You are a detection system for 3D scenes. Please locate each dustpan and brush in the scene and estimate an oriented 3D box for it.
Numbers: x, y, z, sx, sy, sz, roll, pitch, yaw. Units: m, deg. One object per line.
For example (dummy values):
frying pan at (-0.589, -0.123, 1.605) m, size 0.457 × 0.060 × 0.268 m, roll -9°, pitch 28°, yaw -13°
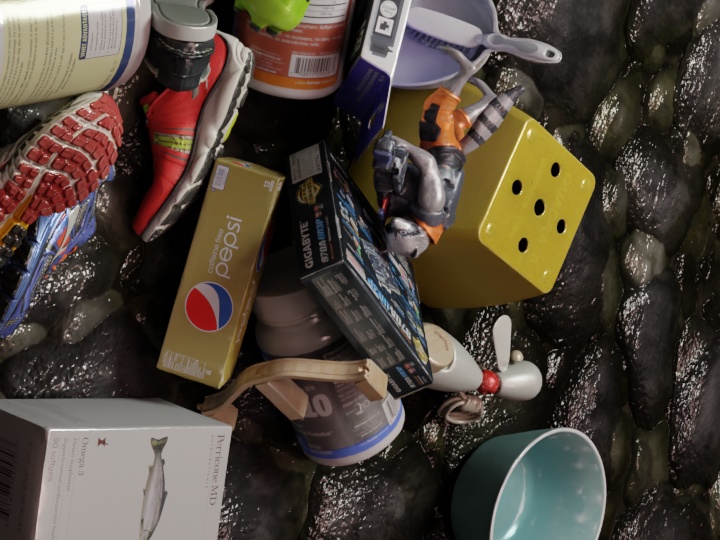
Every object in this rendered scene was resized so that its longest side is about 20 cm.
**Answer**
dustpan and brush at (0.109, -0.230, 1.608) m, size 0.141 × 0.198 × 0.057 m, roll -66°, pitch 161°, yaw -9°

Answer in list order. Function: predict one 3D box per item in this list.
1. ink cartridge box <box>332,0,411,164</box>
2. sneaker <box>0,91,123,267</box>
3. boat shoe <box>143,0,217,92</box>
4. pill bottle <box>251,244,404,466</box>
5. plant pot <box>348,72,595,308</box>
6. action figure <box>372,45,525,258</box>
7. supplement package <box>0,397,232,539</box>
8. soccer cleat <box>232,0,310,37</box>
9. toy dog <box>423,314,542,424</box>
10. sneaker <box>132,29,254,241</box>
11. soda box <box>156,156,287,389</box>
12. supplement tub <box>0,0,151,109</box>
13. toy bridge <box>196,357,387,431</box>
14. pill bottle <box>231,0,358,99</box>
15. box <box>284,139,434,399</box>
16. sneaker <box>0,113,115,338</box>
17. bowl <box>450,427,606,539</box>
ink cartridge box at (0.013, -0.215, 1.533) m, size 0.043 × 0.198 × 0.202 m, roll 13°, pitch 82°, yaw -6°
sneaker at (-0.281, -0.080, 1.319) m, size 0.199 × 0.082 × 0.078 m, roll -38°, pitch 141°, yaw -4°
boat shoe at (-0.160, -0.208, 1.384) m, size 0.075 × 0.200 × 0.061 m, roll 9°, pitch 112°, yaw -8°
pill bottle at (-0.037, 0.081, 1.597) m, size 0.114 × 0.113 × 0.201 m, roll -39°, pitch 123°, yaw -31°
plant pot at (0.119, -0.076, 1.670) m, size 0.200 × 0.175 × 0.202 m, roll 35°, pitch 74°, yaw -41°
action figure at (0.069, -0.102, 1.498) m, size 0.200 × 0.104 × 0.195 m, roll 40°, pitch 72°, yaw -83°
supplement package at (-0.229, 0.180, 1.432) m, size 0.199 × 0.117 × 0.118 m, roll 3°, pitch 96°, yaw -44°
soccer cleat at (-0.116, -0.285, 1.402) m, size 0.081 × 0.200 × 0.067 m, roll -53°, pitch 165°, yaw 16°
toy dog at (0.100, 0.086, 1.745) m, size 0.199 × 0.131 × 0.097 m, roll 27°, pitch 48°, yaw -51°
sneaker at (-0.165, -0.124, 1.469) m, size 0.201 × 0.084 × 0.077 m, roll -64°, pitch 175°, yaw 11°
soda box at (-0.126, 0.001, 1.495) m, size 0.068 × 0.063 × 0.202 m, roll -40°, pitch 147°, yaw -82°
supplement tub at (-0.281, -0.202, 1.283) m, size 0.199 × 0.144 × 0.147 m, roll -16°, pitch 110°, yaw -41°
toy bridge at (-0.075, 0.111, 1.520) m, size 0.067 × 0.198 × 0.027 m, roll 47°, pitch 41°, yaw -39°
pill bottle at (-0.053, -0.267, 1.471) m, size 0.112 × 0.112 × 0.202 m, roll -17°, pitch 130°, yaw -40°
box at (0.000, 0.000, 1.513) m, size 0.200 × 0.046 × 0.160 m, roll 53°, pitch 20°, yaw -44°
sneaker at (-0.264, -0.032, 1.387) m, size 0.078 × 0.075 × 0.202 m, roll 35°, pitch 76°, yaw -45°
bowl at (0.178, 0.266, 1.847) m, size 0.199 × 0.104 × 0.203 m, roll -11°, pitch 106°, yaw -41°
